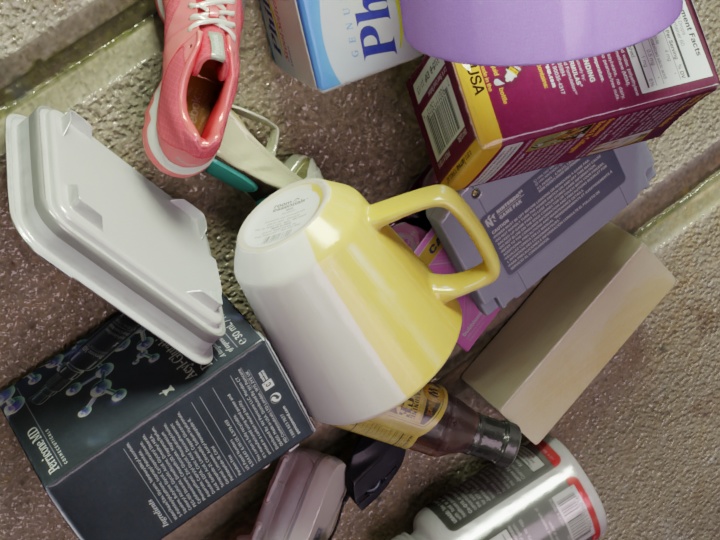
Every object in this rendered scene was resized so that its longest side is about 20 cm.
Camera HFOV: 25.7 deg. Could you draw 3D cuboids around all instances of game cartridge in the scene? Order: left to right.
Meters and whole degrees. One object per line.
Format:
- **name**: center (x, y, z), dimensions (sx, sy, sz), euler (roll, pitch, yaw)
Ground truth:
- **game cartridge**: center (0.151, -0.071, 1.322), dimensions (0.200, 0.041, 0.134), euler (-38, 121, -10)

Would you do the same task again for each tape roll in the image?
- **tape roll**: center (0.125, -0.208, 1.107), dimensions (0.199, 0.200, 0.066), euler (-19, 119, -19)

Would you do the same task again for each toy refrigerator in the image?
- **toy refrigerator**: center (0.193, 0.056, 1.455), dimensions (0.200, 0.076, 0.070), euler (-49, 124, -2)

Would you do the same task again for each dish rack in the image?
- **dish rack**: center (-0.173, -0.035, 1.167), dimensions (0.043, 0.172, 0.200), euler (-39, 126, 16)

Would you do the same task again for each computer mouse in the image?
- **computer mouse**: center (-0.005, 0.211, 1.387), dimensions (0.201, 0.034, 0.059), euler (-62, 156, -29)

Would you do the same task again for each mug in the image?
- **mug**: center (-0.007, 0.001, 1.222), dimensions (0.186, 0.149, 0.154), euler (-40, 119, -9)

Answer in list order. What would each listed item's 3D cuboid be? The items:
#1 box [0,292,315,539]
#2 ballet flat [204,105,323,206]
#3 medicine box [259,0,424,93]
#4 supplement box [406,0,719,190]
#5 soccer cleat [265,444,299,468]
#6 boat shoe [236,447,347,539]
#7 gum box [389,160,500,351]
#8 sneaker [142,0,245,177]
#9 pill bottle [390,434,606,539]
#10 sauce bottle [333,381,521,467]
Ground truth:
- **box**: center (-0.163, 0.113, 1.247), dimensions (0.199, 0.148, 0.108), euler (-35, 125, -11)
- **ballet flat**: center (-0.071, -0.080, 1.272), dimensions (0.200, 0.069, 0.070), euler (38, 91, -33)
- **medicine box**: center (0.017, -0.262, 1.211), dimensions (0.199, 0.103, 0.183), euler (-23, 120, -18)
- **supplement box**: center (0.152, -0.144, 1.214), dimensions (0.198, 0.131, 0.104), euler (-15, 80, -14)
- **soccer cleat**: center (-0.144, 0.162, 1.342), dimensions (0.199, 0.067, 0.077), euler (-31, 91, -6)
- **boat shoe**: center (-0.079, 0.248, 1.376), dimensions (0.201, 0.068, 0.072), euler (-68, 157, -6)
- **gum box**: center (0.103, -0.046, 1.368), dimensions (0.113, 0.066, 0.201), euler (36, 91, -36)
- **sneaker**: center (-0.111, -0.171, 1.168), dimensions (0.073, 0.087, 0.202), euler (6, 86, -23)
- **pill bottle**: center (0.120, 0.250, 1.477), dimensions (0.199, 0.114, 0.114), euler (-30, 122, -12)
- **sauce bottle**: center (0.045, 0.124, 1.384), dimensions (0.198, 0.066, 0.066), euler (18, 103, -16)
